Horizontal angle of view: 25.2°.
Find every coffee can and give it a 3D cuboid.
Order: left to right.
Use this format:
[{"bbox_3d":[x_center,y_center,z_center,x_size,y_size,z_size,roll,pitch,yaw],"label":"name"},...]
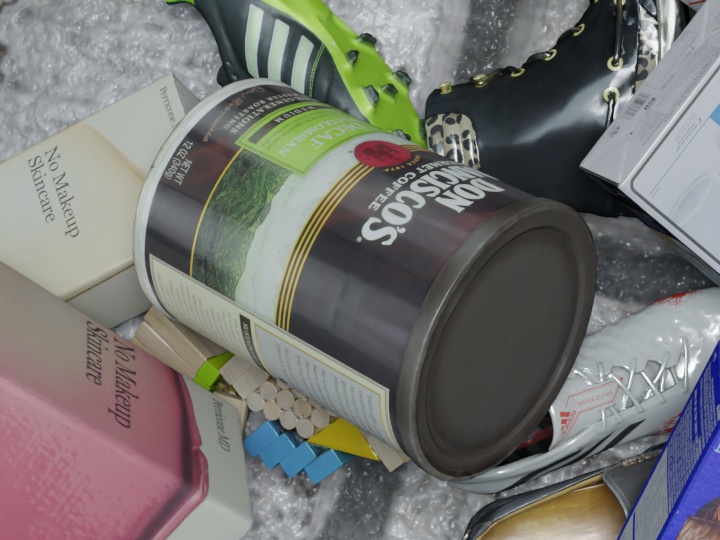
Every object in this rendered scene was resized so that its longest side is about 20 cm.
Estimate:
[{"bbox_3d":[0.000,0.000,0.836,0.199,0.146,0.147,27,91,35],"label":"coffee can"}]

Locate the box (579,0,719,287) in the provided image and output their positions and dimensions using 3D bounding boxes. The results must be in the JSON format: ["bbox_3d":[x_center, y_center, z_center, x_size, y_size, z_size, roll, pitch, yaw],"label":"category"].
[{"bbox_3d":[0.226,-0.034,0.829,0.200,0.060,0.117,38,92,-18],"label":"box"}]

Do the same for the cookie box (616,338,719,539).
[{"bbox_3d":[0.217,0.156,0.792,0.170,0.075,0.201,20,122,1],"label":"cookie box"}]

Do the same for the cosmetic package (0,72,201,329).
[{"bbox_3d":[-0.169,-0.021,0.959,0.199,0.073,0.104,-28,66,10],"label":"cosmetic package"}]

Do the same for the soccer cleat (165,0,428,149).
[{"bbox_3d":[-0.035,-0.118,0.955,0.200,0.067,0.081,50,121,9],"label":"soccer cleat"}]

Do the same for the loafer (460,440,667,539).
[{"bbox_3d":[0.149,0.136,0.874,0.199,0.072,0.073,-21,79,10],"label":"loafer"}]

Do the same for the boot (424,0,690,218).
[{"bbox_3d":[0.110,-0.122,0.911,0.153,0.073,0.205,-7,81,16],"label":"boot"}]

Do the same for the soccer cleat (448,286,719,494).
[{"bbox_3d":[0.129,0.068,0.879,0.199,0.085,0.069,-26,79,10],"label":"soccer cleat"}]

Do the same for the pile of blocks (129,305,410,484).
[{"bbox_3d":[-0.048,0.077,0.939,0.199,0.062,0.083,19,105,20],"label":"pile of blocks"}]

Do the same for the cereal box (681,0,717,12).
[{"bbox_3d":[0.241,-0.184,0.853,0.199,0.040,0.144,32,87,-12],"label":"cereal box"}]

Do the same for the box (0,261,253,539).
[{"bbox_3d":[-0.168,0.091,0.838,0.199,0.128,0.109,34,105,-22],"label":"box"}]
